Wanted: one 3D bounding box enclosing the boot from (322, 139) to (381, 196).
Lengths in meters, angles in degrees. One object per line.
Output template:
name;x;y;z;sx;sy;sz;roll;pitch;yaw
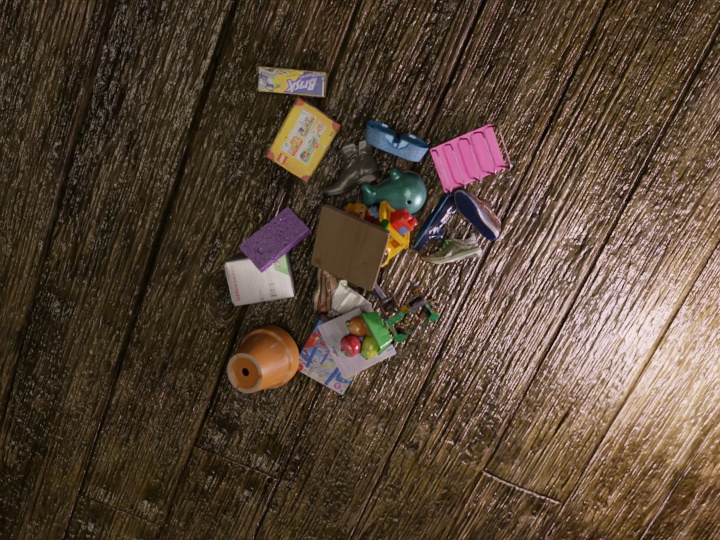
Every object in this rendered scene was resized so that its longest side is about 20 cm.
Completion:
boot;-0.042;-0.311;1.622;0.197;0.068;0.133;-23;98;-1

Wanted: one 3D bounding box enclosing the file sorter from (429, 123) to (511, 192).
file sorter;0.324;-0.328;1.570;0.197;0.126;0.141;-22;101;6

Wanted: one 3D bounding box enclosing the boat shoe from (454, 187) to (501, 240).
boat shoe;0.361;-0.185;1.637;0.200;0.072;0.073;48;60;-23

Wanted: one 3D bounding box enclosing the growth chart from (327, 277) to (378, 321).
growth chart;-0.041;0.124;1.749;0.200;0.018;0.145;42;102;-9

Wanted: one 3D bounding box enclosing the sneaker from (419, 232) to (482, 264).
sneaker;0.280;-0.071;1.677;0.196;0.077;0.090;-11;91;-2

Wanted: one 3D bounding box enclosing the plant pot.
plant pot;-0.319;0.293;1.684;0.196;0.183;0.204;3;100;18

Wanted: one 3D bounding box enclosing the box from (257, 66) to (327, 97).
box;-0.196;-0.548;1.557;0.196;0.064;0.071;5;105;-1

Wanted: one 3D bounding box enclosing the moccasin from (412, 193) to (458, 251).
moccasin;0.239;-0.138;1.648;0.068;0.081;0.201;33;103;-12

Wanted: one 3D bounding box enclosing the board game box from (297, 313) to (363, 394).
board game box;-0.094;0.277;1.761;0.198;0.056;0.198;29;108;-6

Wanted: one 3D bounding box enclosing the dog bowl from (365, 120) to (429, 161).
dog bowl;0.103;-0.380;1.576;0.197;0.112;0.050;21;118;-5

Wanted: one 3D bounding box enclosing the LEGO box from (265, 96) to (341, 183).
LEGO box;-0.168;-0.387;1.590;0.148;0.077;0.202;31;103;-7

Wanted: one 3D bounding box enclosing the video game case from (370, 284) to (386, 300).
video game case;0.000;0.000;1.654;0.019;0.143;0.201;-36;101;-7

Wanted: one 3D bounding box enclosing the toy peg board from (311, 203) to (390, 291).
toy peg board;-0.018;-0.080;1.501;0.196;0.098;0.202;24;127;10

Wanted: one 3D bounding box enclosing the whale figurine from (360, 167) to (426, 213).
whale figurine;0.101;-0.224;1.598;0.196;0.104;0.161;-4;125;-6

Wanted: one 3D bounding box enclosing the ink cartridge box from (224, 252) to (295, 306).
ink cartridge box;-0.314;0.020;1.691;0.196;0.088;0.148;-9;103;2

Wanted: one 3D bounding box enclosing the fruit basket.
fruit basket;-0.011;0.220;1.676;0.198;0.094;0.187;-24;71;-20

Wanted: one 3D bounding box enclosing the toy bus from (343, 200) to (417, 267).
toy bus;0.063;-0.135;1.572;0.199;0.137;0.191;37;132;-27

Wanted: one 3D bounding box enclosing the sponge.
sponge;-0.261;-0.096;1.636;0.199;0.030;0.112;-41;70;-9

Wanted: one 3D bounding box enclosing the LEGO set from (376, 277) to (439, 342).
LEGO set;0.147;0.120;1.718;0.199;0.117;0.154;-38;130;13

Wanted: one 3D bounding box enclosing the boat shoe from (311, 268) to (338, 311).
boat shoe;-0.103;0.036;1.695;0.073;0.076;0.203;14;107;5
